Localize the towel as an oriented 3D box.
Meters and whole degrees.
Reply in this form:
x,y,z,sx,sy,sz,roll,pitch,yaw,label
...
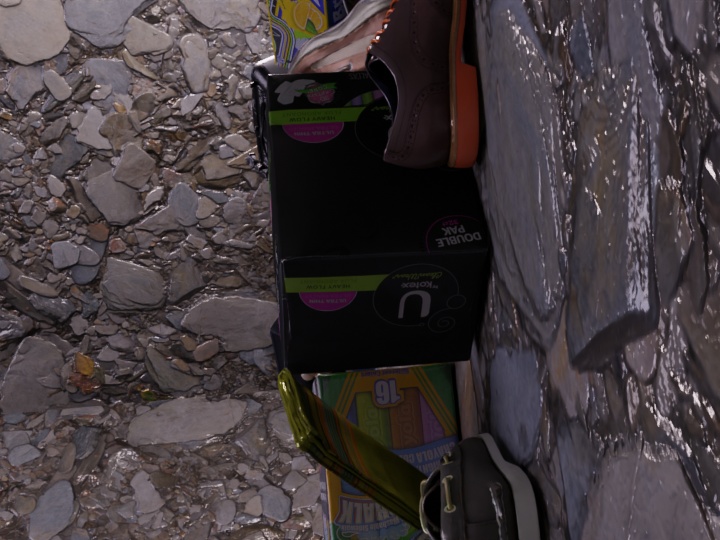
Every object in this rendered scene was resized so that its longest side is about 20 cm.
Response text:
x,y,z,sx,sy,sz,roll,pitch,yaw,label
0.018,0.145,0.766,0.199,0.018,0.086,40,-167,-30,towel

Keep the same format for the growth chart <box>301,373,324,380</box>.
x,y,z,sx,sy,sz,roll,pitch,yaw,label
0.000,0.000,0.972,0.144,0.017,0.204,-3,-72,-63,growth chart

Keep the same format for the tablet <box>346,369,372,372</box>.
x,y,z,sx,sy,sz,roll,pitch,yaw,label
0.002,0.023,1.025,0.132,0.013,0.201,-62,-27,-21,tablet

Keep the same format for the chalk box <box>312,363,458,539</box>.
x,y,z,sx,sy,sz,roll,pitch,yaw,label
0.026,0.192,0.925,0.124,0.121,0.205,116,148,-79,chalk box

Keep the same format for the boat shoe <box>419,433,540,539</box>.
x,y,z,sx,sy,sz,roll,pitch,yaw,label
0.069,0.153,0.693,0.202,0.059,0.074,162,101,-86,boat shoe

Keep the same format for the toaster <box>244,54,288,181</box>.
x,y,z,sx,sy,sz,roll,pitch,yaw,label
-0.040,-0.143,1.166,0.201,0.117,0.182,50,157,27,toaster

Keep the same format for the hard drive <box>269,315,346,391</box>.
x,y,z,sx,sy,sz,roll,pitch,yaw,label
-0.015,0.044,1.069,0.200,0.042,0.137,-49,-34,-37,hard drive

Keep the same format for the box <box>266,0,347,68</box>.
x,y,z,sx,sy,sz,roll,pitch,yaw,label
-0.050,-0.285,0.985,0.202,0.069,0.065,86,-154,-49,box

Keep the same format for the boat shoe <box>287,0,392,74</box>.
x,y,z,sx,sy,sz,roll,pitch,yaw,label
-0.002,-0.173,0.900,0.199,0.075,0.073,-29,73,57,boat shoe

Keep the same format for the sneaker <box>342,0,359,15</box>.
x,y,z,sx,sy,sz,roll,pitch,yaw,label
0.022,-0.313,0.937,0.085,0.071,0.204,-64,-23,-57,sneaker

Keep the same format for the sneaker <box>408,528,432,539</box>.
x,y,z,sx,sy,sz,roll,pitch,yaw,label
0.078,0.241,0.663,0.202,0.076,0.087,-113,22,-44,sneaker

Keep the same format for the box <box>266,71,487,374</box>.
x,y,z,sx,sy,sz,roll,pitch,yaw,label
0.004,-0.042,0.793,0.126,0.145,0.203,93,172,-48,box

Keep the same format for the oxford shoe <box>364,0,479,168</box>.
x,y,z,sx,sy,sz,roll,pitch,yaw,label
0.037,-0.170,0.724,0.071,0.071,0.204,99,166,-75,oxford shoe
